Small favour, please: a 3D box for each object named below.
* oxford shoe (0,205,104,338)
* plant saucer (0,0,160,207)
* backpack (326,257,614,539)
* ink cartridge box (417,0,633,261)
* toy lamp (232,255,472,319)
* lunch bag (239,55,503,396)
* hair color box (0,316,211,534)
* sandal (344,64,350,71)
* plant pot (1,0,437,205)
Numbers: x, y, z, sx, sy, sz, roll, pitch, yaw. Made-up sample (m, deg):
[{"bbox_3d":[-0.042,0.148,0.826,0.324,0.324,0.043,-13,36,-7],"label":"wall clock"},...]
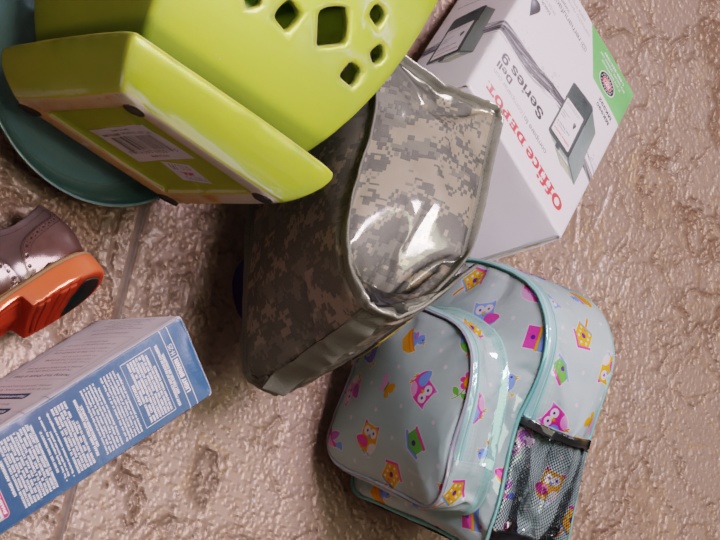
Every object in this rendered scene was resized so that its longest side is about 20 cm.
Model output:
[{"bbox_3d":[-0.261,0.022,1.341,0.200,0.071,0.073,-27,75,-35],"label":"oxford shoe"},{"bbox_3d":[-0.175,-0.142,1.442,0.199,0.027,0.201,4,83,-39],"label":"plant saucer"},{"bbox_3d":[0.082,0.090,1.522,0.153,0.176,0.201,27,85,-37],"label":"backpack"},{"bbox_3d":[0.116,-0.124,1.617,0.146,0.084,0.200,56,39,-22],"label":"ink cartridge box"},{"bbox_3d":[0.000,0.000,1.556,0.199,0.058,0.059,-9,91,-40],"label":"toy lamp"},{"bbox_3d":[-0.001,-0.019,1.421,0.117,0.164,0.201,27,57,-22],"label":"lunch bag"},{"bbox_3d":[-0.202,0.099,1.347,0.200,0.100,0.061,-32,107,-37],"label":"hair color box"},{"bbox_3d":[-0.021,-0.184,1.570,0.075,0.048,0.201,26,57,-34],"label":"sandal"},{"bbox_3d":[-0.101,-0.153,1.367,0.199,0.200,0.182,34,73,-33],"label":"plant pot"}]
